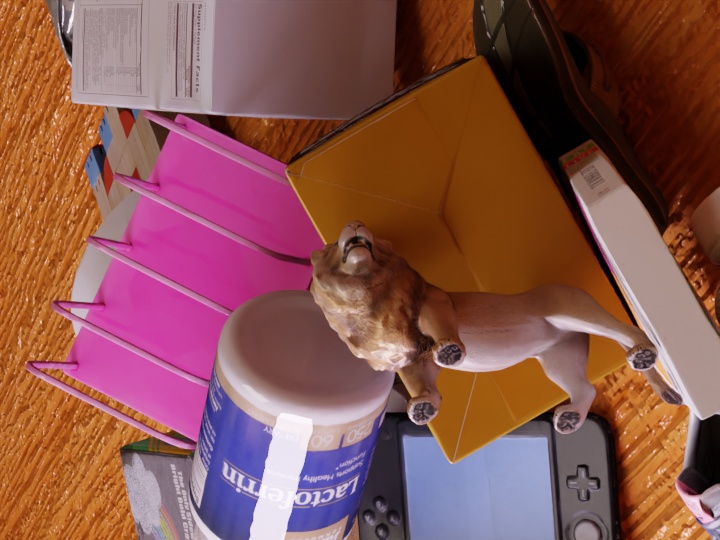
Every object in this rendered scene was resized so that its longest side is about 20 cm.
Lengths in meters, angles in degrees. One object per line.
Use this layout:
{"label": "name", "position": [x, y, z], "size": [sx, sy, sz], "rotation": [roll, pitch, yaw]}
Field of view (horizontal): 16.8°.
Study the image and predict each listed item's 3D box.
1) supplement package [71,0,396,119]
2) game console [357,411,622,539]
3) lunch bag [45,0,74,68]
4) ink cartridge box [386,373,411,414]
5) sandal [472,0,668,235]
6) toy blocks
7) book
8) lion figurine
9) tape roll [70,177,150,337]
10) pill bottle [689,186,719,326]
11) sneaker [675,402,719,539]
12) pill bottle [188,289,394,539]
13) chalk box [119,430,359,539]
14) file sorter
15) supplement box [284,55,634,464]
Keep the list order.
{"label": "supplement package", "position": [-0.090, -0.185, 1.699], "size": [0.200, 0.151, 0.152], "rotation": [9, 97, 56]}
{"label": "game console", "position": [0.063, 0.187, 1.617], "size": [0.199, 0.118, 0.174], "rotation": [-2, 96, 30]}
{"label": "lunch bag", "position": [-0.196, -0.257, 1.863], "size": [0.164, 0.117, 0.201], "rotation": [-118, 30, -57]}
{"label": "ink cartridge box", "position": [0.025, 0.145, 1.787], "size": [0.116, 0.066, 0.201], "rotation": [38, 135, 44]}
{"label": "sandal", "position": [0.137, -0.105, 1.512], "size": [0.201, 0.054, 0.082], "rotation": [55, 148, 1]}
{"label": "toy blocks", "position": [-0.170, -0.086, 1.973], "size": [0.137, 0.099, 0.200], "rotation": [69, 151, 28]}
{"label": "book", "position": [0.160, 0.000, 1.386], "size": [0.134, 0.048, 0.200], "rotation": [59, -175, -9]}
{"label": "lion figurine", "position": [0.072, 0.032, 1.343], "size": [0.123, 0.199, 0.073], "rotation": [-111, 35, -60]}
{"label": "tape roll", "position": [-0.113, 0.014, 1.816], "size": [0.071, 0.201, 0.204], "rotation": [42, 137, 39]}
{"label": "pill bottle", "position": [0.263, 0.037, 1.319], "size": [0.201, 0.112, 0.112], "rotation": [62, 147, 18]}
{"label": "sneaker", "position": [0.221, 0.144, 1.463], "size": [0.070, 0.082, 0.201], "rotation": [19, 121, 52]}
{"label": "pill bottle", "position": [-0.050, 0.121, 1.586], "size": [0.116, 0.115, 0.201], "rotation": [48, 140, 34]}
{"label": "chalk box", "position": [-0.071, 0.176, 1.774], "size": [0.200, 0.123, 0.125], "rotation": [0, 102, 59]}
{"label": "file sorter", "position": [-0.120, 0.007, 1.647], "size": [0.138, 0.125, 0.201], "rotation": [26, 93, 13]}
{"label": "supplement box", "position": [0.059, -0.014, 1.479], "size": [0.198, 0.132, 0.200], "rotation": [60, -178, -4]}
